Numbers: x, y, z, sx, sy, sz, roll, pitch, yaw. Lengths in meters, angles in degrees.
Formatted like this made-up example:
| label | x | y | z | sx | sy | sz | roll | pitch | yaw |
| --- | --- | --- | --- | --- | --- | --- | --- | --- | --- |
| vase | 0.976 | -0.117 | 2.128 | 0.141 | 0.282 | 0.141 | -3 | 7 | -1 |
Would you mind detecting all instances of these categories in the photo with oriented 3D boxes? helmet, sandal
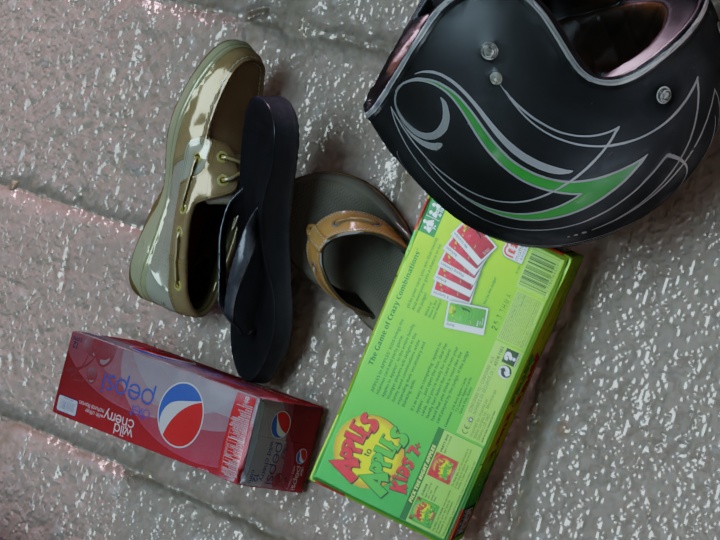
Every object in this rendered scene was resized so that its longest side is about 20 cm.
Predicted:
| label | x | y | z | sx | sy | sz | roll | pitch | yaw |
| --- | --- | --- | --- | --- | --- | --- | --- | --- | --- |
| helmet | 0.119 | -0.110 | 1.446 | 0.190 | 0.200 | 0.201 | 31 | 100 | -6 |
| sandal | 0.000 | 0.000 | 1.609 | 0.082 | 0.054 | 0.200 | -53 | 53 | 18 |
| sandal | -0.078 | -0.022 | 1.651 | 0.076 | 0.043 | 0.202 | -150 | 59 | -61 |

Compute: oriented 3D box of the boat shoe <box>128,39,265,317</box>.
| label | x | y | z | sx | sy | sz | roll | pitch | yaw |
| --- | --- | --- | --- | --- | --- | --- | --- | --- | --- |
| boat shoe | -0.101 | -0.062 | 1.702 | 0.066 | 0.074 | 0.201 | 29 | 110 | 36 |

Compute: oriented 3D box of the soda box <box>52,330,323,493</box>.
| label | x | y | z | sx | sy | sz | roll | pitch | yaw |
| --- | --- | --- | --- | --- | --- | --- | --- | --- | --- |
| soda box | -0.123 | 0.098 | 1.682 | 0.199 | 0.070 | 0.064 | 17 | 93 | 41 |

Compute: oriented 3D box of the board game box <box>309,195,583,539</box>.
| label | x | y | z | sx | sy | sz | roll | pitch | yaw |
| --- | --- | --- | --- | --- | --- | --- | --- | --- | --- |
| board game box | 0.055 | 0.062 | 1.530 | 0.101 | 0.048 | 0.201 | 25 | 98 | 14 |

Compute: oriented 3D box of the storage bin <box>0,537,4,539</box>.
| label | x | y | z | sx | sy | sz | roll | pitch | yaw |
| --- | --- | --- | --- | --- | --- | --- | --- | --- | --- |
| storage bin | -0.317 | 0.247 | 1.772 | 0.199 | 0.134 | 0.146 | 28 | 99 | 41 |
